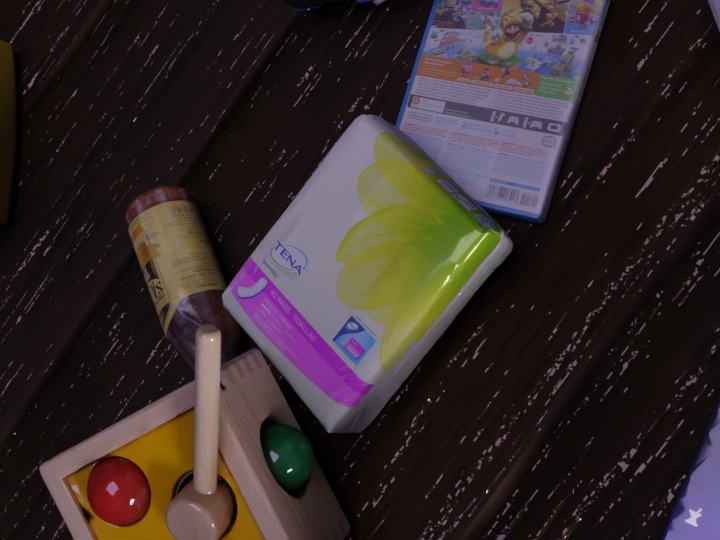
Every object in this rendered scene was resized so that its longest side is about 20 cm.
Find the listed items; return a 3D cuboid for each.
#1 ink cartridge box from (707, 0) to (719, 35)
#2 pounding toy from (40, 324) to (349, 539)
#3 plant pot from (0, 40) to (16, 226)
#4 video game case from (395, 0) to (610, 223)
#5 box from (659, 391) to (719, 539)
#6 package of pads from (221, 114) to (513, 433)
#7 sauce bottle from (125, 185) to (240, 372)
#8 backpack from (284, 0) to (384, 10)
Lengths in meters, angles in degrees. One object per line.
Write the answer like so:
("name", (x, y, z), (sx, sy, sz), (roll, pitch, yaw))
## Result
("ink cartridge box", (0.323, -0.152, 0.796), (0.145, 0.084, 0.202), (-20, 70, 20))
("pounding toy", (-0.115, 0.150, 0.850), (0.199, 0.142, 0.186), (-29, 89, 20))
("plant pot", (-0.435, -0.108, 1.090), (0.198, 0.200, 0.178), (-20, 80, 19))
("video game case", (0.106, -0.149, 0.935), (0.142, 0.018, 0.202), (15, 84, 28))
("box", (0.274, 0.162, 0.731), (0.147, 0.104, 0.202), (21, 87, 28))
("package of pads", (0.000, 0.000, 0.912), (0.155, 0.068, 0.201), (46, 105, 26))
("sauce bottle", (-0.138, 0.027, 0.979), (0.066, 0.066, 0.202), (-31, 65, 15))
("backpack", (0.011, -0.313, 0.954), (0.198, 0.134, 0.185), (-6, 75, 24))
